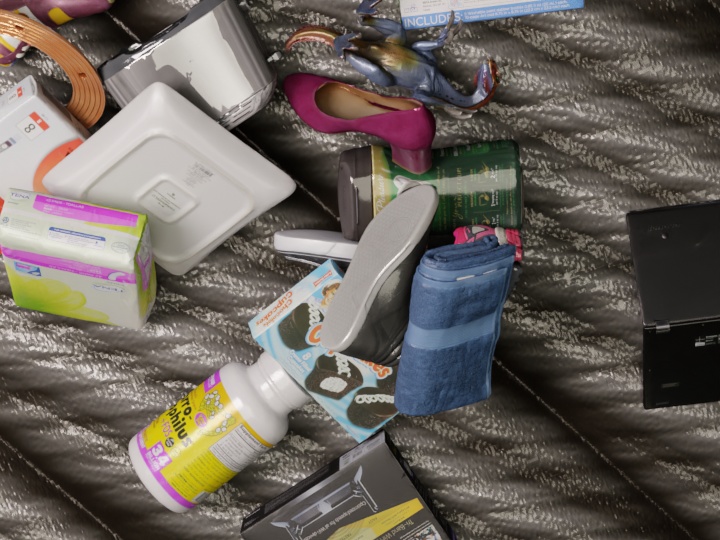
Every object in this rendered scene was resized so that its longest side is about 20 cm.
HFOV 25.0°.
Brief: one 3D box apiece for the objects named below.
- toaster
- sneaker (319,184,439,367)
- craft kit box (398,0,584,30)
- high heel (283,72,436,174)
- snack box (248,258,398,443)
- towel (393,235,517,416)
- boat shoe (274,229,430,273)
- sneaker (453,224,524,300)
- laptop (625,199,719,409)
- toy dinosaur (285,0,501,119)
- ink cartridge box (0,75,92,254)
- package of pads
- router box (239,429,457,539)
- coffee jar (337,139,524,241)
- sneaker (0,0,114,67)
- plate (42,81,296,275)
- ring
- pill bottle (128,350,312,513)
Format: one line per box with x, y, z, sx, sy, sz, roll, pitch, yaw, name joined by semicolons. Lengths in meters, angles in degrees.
-0.182;-0.201;1.716;0.199;0.114;0.130;-32;102;8;toaster
0.042;0.011;1.708;0.099;0.071;0.201;32;86;-40;sneaker
0.128;-0.365;1.715;0.198;0.049;0.199;-6;104;2;craft kit box
-0.002;-0.181;1.698;0.199;0.096;0.067;28;59;22;high heel
-0.017;0.090;1.773;0.116;0.037;0.200;-38;123;8;snack box
0.096;0.061;1.673;0.111;0.049;0.201;-13;131;-28;towel
0.000;0.000;1.780;0.199;0.072;0.068;10;100;-9;boat shoe
0.113;0.029;1.753;0.074;0.081;0.201;9;126;-11;sneaker
0.398;0.036;1.811;0.186;0.116;0.201;-7;130;2;laptop
0.057;-0.226;1.724;0.181;0.199;0.106;32;80;-43;toy dinosaur
-0.375;-0.092;1.731;0.200;0.050;0.162;-37;132;6;ink cartridge box
-0.294;-0.010;1.718;0.153;0.200;0.069;12;67;-1;package of pads
-0.012;0.301;1.846;0.199;0.052;0.158;-32;100;6;router box
0.074;-0.085;1.750;0.198;0.085;0.105;-2;109;0;coffee jar
-0.355;-0.265;1.730;0.198;0.075;0.091;-1;110;7;sneaker
-0.202;-0.083;1.707;0.200;0.032;0.199;-35;124;30;plate
-0.361;-0.210;1.699;0.199;0.201;0.019;16;59;-3;ring
-0.152;0.171;1.795;0.200;0.104;0.104;-38;99;7;pill bottle
